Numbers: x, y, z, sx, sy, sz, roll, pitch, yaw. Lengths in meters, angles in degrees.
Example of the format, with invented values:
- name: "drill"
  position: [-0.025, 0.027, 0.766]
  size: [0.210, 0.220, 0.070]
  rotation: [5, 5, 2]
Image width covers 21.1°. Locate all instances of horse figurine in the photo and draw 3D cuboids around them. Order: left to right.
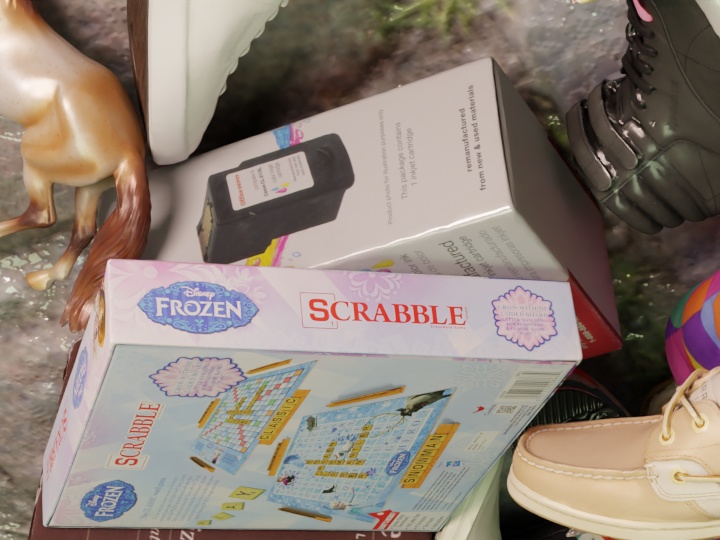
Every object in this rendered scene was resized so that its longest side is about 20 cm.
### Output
- name: "horse figurine"
  position: [-0.152, -0.069, 0.842]
  size: [0.200, 0.050, 0.133]
  rotation: [49, 122, 4]

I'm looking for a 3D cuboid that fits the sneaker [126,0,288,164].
- name: "sneaker"
  position: [-0.052, -0.116, 0.808]
  size: [0.085, 0.073, 0.200]
  rotation: [-5, 145, -15]

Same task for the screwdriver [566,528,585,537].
- name: "screwdriver"
  position: [0.187, 0.083, 0.899]
  size: [0.200, 0.029, 0.028]
  rotation: [-23, 111, 17]

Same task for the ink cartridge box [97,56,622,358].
- name: "ink cartridge box"
  position: [0.000, 0.000, 0.890]
  size: [0.200, 0.083, 0.146]
  rotation: [-17, 147, 20]

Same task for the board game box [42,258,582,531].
- name: "board game box"
  position: [-0.030, 0.063, 0.865]
  size: [0.199, 0.041, 0.200]
  rotation: [3, 150, -17]

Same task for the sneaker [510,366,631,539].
- name: "sneaker"
  position: [0.135, 0.113, 1.008]
  size: [0.070, 0.093, 0.200]
  rotation: [-35, 118, 9]

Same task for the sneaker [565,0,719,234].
- name: "sneaker"
  position: [0.124, -0.083, 0.828]
  size: [0.099, 0.071, 0.200]
  rotation: [-22, 134, 17]

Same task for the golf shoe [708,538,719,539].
- name: "golf shoe"
  position: [0.225, 0.110, 0.923]
  size: [0.200, 0.092, 0.075]
  rotation: [-29, 107, -4]

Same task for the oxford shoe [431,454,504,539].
- name: "oxford shoe"
  position: [0.055, 0.166, 1.019]
  size: [0.058, 0.075, 0.200]
  rotation: [14, 118, 3]

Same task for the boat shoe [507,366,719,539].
- name: "boat shoe"
  position: [0.162, 0.075, 0.844]
  size: [0.200, 0.074, 0.069]
  rotation: [1, 116, 14]

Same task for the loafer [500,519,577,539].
- name: "loafer"
  position: [0.115, 0.173, 1.082]
  size: [0.201, 0.070, 0.068]
  rotation: [-14, 139, 17]

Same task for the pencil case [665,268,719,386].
- name: "pencil case"
  position: [0.202, 0.011, 0.860]
  size: [0.088, 0.088, 0.200]
  rotation: [11, 161, -7]

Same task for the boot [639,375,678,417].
- name: "boot"
  position: [0.273, 0.105, 1.013]
  size: [0.175, 0.066, 0.200]
  rotation: [-28, 126, 27]

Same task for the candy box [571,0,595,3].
- name: "candy box"
  position: [0.148, -0.190, 0.695]
  size: [0.200, 0.055, 0.115]
  rotation: [-24, 91, 26]

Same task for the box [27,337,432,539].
- name: "box"
  position: [-0.077, 0.162, 1.014]
  size: [0.200, 0.166, 0.164]
  rotation: [12, 137, -8]
